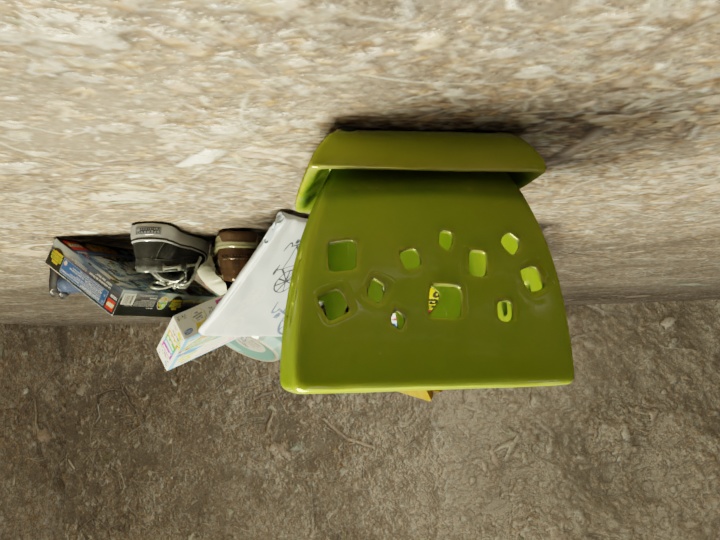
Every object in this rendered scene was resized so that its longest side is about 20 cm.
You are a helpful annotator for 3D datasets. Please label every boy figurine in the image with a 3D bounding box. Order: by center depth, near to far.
[{"bbox_3d":[-0.381,0.015,1.280,0.196,0.066,0.124,-2,174,2],"label":"boy figurine"}]

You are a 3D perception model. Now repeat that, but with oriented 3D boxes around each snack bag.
[{"bbox_3d":[-0.089,0.012,0.992,0.189,0.021,0.199,-52,153,19],"label":"snack bag"}]

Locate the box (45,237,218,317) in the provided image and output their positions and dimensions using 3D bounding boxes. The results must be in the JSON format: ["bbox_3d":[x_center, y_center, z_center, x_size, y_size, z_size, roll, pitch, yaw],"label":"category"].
[{"bbox_3d":[-0.300,0.014,1.099,0.136,0.040,0.199,33,-170,25],"label":"box"}]

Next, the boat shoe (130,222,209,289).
[{"bbox_3d":[-0.236,-0.011,1.033,0.072,0.069,0.199,-1,174,-1],"label":"boat shoe"}]

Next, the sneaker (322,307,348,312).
[{"bbox_3d":[-0.024,0.078,1.123,0.073,0.080,0.200,27,-160,11],"label":"sneaker"}]

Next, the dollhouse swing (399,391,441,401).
[{"bbox_3d":[0.060,0.109,1.469,0.174,0.184,0.201,-7,-150,33],"label":"dollhouse swing"}]

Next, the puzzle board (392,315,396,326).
[{"bbox_3d":[0.107,0.082,1.134,0.197,0.018,0.151,2,150,20],"label":"puzzle board"}]

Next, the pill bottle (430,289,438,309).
[{"bbox_3d":[0.105,-0.004,1.010,0.197,0.106,0.104,0,174,-19],"label":"pill bottle"}]

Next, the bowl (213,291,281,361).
[{"bbox_3d":[-0.172,0.081,1.382,0.198,0.106,0.202,18,155,9],"label":"bowl"}]

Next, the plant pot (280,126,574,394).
[{"bbox_3d":[0.037,-0.002,0.631,0.195,0.185,0.200,0,175,-8],"label":"plant pot"}]

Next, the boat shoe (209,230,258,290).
[{"bbox_3d":[-0.168,-0.003,1.097,0.073,0.076,0.202,-1,174,-4],"label":"boat shoe"}]

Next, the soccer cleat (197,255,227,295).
[{"bbox_3d":[-0.153,0.021,1.225,0.198,0.070,0.078,28,142,6],"label":"soccer cleat"}]

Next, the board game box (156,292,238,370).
[{"bbox_3d":[-0.161,0.058,1.075,0.198,0.035,0.134,-24,168,-30],"label":"board game box"}]
